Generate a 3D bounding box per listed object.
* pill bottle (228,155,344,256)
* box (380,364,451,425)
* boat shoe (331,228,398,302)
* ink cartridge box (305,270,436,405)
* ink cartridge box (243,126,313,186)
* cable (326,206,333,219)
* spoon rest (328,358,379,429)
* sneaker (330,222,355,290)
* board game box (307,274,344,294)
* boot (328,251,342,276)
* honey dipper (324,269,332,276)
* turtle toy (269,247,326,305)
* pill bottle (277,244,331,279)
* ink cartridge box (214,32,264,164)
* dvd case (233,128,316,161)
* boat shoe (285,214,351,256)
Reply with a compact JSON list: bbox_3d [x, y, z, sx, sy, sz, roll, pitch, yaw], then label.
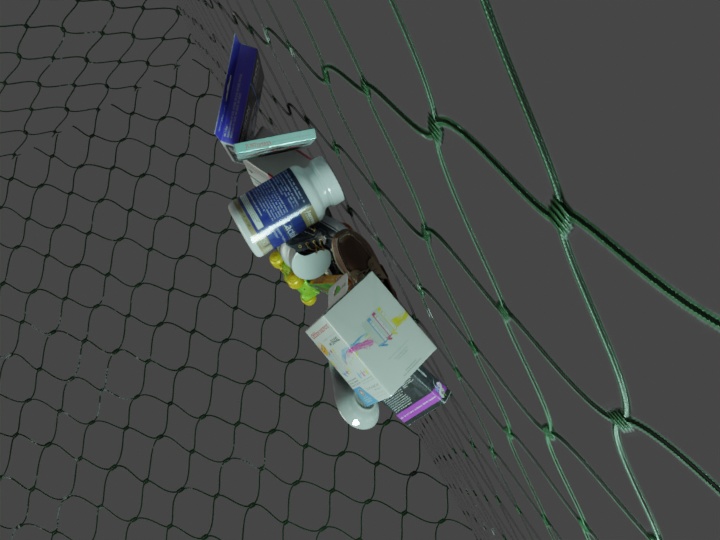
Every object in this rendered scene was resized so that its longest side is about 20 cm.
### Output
[{"bbox_3d":[-0.136,-0.123,1.316,0.117,0.198,0.116,58,176,7],"label":"pill bottle"},{"bbox_3d":[0.061,0.202,1.367,0.200,0.036,0.143,42,140,-3],"label":"box"},{"bbox_3d":[0.017,0.010,1.301,0.201,0.075,0.072,55,171,-25],"label":"boat shoe"},{"bbox_3d":[0.006,0.110,1.226,0.201,0.125,0.129,49,154,1],"label":"ink cartridge box"},{"bbox_3d":[-0.161,-0.203,1.507,0.145,0.083,0.200,33,172,4],"label":"ink cartridge box"},{"bbox_3d":[-0.077,-0.086,1.739,0.201,0.050,0.098,70,175,-66],"label":"cable"},{"bbox_3d":[-0.021,0.228,1.436,0.061,0.098,0.203,-45,54,41],"label":"spoon rest"},{"bbox_3d":[0.000,0.000,1.437,0.202,0.075,0.092,67,-175,24],"label":"sneaker"},{"bbox_3d":[-0.040,0.040,1.605,0.095,0.030,0.199,26,163,-26],"label":"board game box"},{"bbox_3d":[-0.017,0.000,1.638,0.165,0.066,0.200,48,167,-13],"label":"boot"},{"bbox_3d":[-0.104,-0.063,1.768,0.038,0.037,0.203,-133,24,-68],"label":"honey dipper"},{"bbox_3d":[-0.154,-0.016,1.747,0.200,0.101,0.146,48,174,27],"label":"turtle toy"},{"bbox_3d":[-0.140,-0.073,1.626,0.201,0.115,0.117,59,176,50],"label":"pill bottle"},{"bbox_3d":[-0.236,-0.333,1.405,0.200,0.043,0.202,90,-170,-84],"label":"ink cartridge box"},{"bbox_3d":[-0.160,-0.229,1.297,0.200,0.143,0.022,-158,56,-80],"label":"dvd case"},{"bbox_3d":[-0.080,-0.060,1.395,0.199,0.092,0.071,30,174,32],"label":"boat shoe"}]
